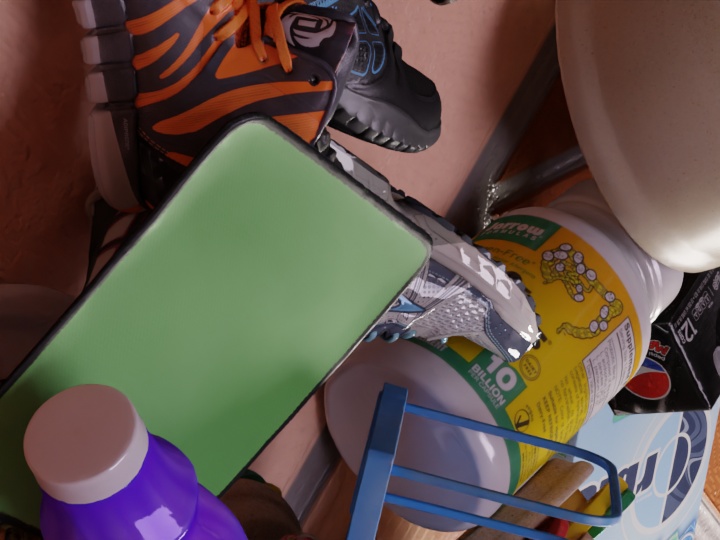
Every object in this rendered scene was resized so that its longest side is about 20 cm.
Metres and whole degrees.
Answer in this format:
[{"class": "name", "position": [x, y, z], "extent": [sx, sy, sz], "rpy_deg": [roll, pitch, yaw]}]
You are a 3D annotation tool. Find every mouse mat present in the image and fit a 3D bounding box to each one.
[{"class": "mouse mat", "position": [-0.069, 0.036, 1.171], "extent": [0.200, 0.008, 0.161], "rpy_deg": [-47, 143, 6]}]

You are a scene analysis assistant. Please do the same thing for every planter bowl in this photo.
[{"class": "planter bowl", "position": [0.211, -0.112, 1.488], "extent": [0.200, 0.134, 0.202], "rpy_deg": [25, 58, -48]}]

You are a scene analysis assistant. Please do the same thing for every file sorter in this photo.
[{"class": "file sorter", "position": [0.041, 0.176, 1.339], "extent": [0.139, 0.122, 0.201], "rpy_deg": [-74, 177, -79]}]

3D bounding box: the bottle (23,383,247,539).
[{"class": "bottle", "position": [-0.084, 0.122, 1.164], "extent": [0.066, 0.083, 0.200], "rpy_deg": [-61, 151, -28]}]

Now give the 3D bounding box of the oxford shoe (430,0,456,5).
[{"class": "oxford shoe", "position": [0.041, -0.201, 1.317], "extent": [0.075, 0.070, 0.200], "rpy_deg": [-47, 143, -20]}]

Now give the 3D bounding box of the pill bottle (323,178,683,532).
[{"class": "pill bottle", "position": [0.082, 0.037, 1.489], "extent": [0.200, 0.112, 0.113], "rpy_deg": [-39, 139, -37]}]

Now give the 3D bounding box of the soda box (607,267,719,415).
[{"class": "soda box", "position": [0.201, -0.003, 1.642], "extent": [0.200, 0.070, 0.064], "rpy_deg": [-52, 124, -41]}]

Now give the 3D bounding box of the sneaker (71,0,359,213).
[{"class": "sneaker", "position": [-0.057, -0.117, 1.152], "extent": [0.078, 0.111, 0.201], "rpy_deg": [-66, 152, -58]}]

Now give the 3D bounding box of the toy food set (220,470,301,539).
[{"class": "toy food set", "position": [-0.092, 0.192, 1.370], "extent": [0.197, 0.048, 0.201], "rpy_deg": [-7, 114, -55]}]

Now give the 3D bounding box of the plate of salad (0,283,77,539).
[{"class": "plate of salad", "position": [-0.148, 0.106, 1.207], "extent": [0.199, 0.048, 0.202], "rpy_deg": [-10, 104, -44]}]

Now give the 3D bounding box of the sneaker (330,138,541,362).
[{"class": "sneaker", "position": [0.000, 0.000, 1.356], "extent": [0.200, 0.078, 0.087], "rpy_deg": [34, 91, -32]}]

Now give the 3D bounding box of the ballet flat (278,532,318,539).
[{"class": "ballet flat", "position": [-0.073, 0.208, 1.289], "extent": [0.064, 0.076, 0.201], "rpy_deg": [23, 83, -25]}]

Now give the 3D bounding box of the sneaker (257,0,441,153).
[{"class": "sneaker", "position": [-0.012, -0.108, 1.291], "extent": [0.200, 0.073, 0.082], "rpy_deg": [21, 90, -60]}]

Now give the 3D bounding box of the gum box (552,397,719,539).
[{"class": "gum box", "position": [0.151, 0.119, 1.714], "extent": [0.169, 0.044, 0.201], "rpy_deg": [-21, 126, -49]}]

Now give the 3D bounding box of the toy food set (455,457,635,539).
[{"class": "toy food set", "position": [0.055, 0.172, 1.509], "extent": [0.198, 0.049, 0.200], "rpy_deg": [-45, 174, 37]}]

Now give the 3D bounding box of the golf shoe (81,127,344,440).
[{"class": "golf shoe", "position": [-0.089, 0.005, 1.226], "extent": [0.200, 0.088, 0.077], "rpy_deg": [-49, 145, -31]}]
